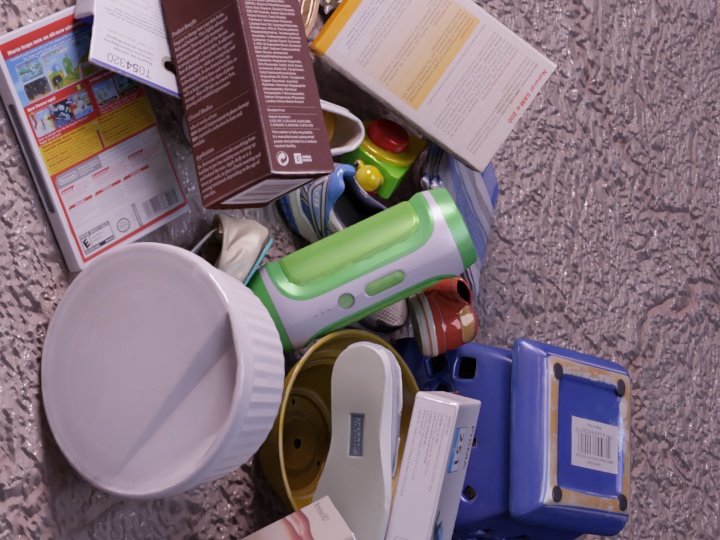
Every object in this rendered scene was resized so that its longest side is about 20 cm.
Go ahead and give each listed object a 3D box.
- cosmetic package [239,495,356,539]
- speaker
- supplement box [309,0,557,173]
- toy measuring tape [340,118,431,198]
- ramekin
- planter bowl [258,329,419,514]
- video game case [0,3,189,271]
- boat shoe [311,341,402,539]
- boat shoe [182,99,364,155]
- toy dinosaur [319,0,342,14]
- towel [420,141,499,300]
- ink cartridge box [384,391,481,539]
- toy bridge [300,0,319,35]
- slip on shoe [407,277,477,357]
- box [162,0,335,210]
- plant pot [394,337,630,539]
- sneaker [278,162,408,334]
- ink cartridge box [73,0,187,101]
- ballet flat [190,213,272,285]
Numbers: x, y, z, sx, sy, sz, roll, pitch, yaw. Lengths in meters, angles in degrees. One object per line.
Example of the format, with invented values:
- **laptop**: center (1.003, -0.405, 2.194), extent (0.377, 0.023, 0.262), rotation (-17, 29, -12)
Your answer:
- **cosmetic package**: center (-0.088, 0.277, 1.569), extent (0.199, 0.103, 0.088), rotation (-26, 106, -9)
- **speaker**: center (0.000, 0.000, 1.726), extent (0.199, 0.088, 0.089), rotation (-25, 107, -3)
- **supplement box**: center (0.067, -0.200, 1.817), extent (0.200, 0.074, 0.126), rotation (37, 90, -8)
- **toy measuring tape**: center (0.027, -0.126, 1.885), extent (0.074, 0.073, 0.200), rotation (68, 26, -16)
- **ramekin**: center (-0.151, 0.083, 1.542), extent (0.094, 0.201, 0.204), rotation (13, 74, -58)
- **planter bowl**: center (-0.032, 0.156, 1.741), extent (0.200, 0.083, 0.202), rotation (7, 81, -47)
- **video game case**: center (-0.227, -0.117, 1.615), extent (0.143, 0.017, 0.201), rotation (-33, 109, -46)
- **boat shoe**: center (0.006, 0.162, 1.667), extent (0.071, 0.070, 0.202), rotation (4, 93, -67)
- **boat shoe**: center (-0.072, -0.131, 1.746), extent (0.199, 0.070, 0.071), rotation (4, 97, -51)
- **toy dinosaur**: center (0.052, -0.298, 1.883), extent (0.077, 0.199, 0.103), rotation (51, 19, -65)
- **towel**: center (0.105, -0.081, 1.929), extent (0.200, 0.024, 0.147), rotation (-71, 145, -54)
- **ink cartridge box**: center (0.066, 0.209, 1.729), extent (0.176, 0.044, 0.201), rotation (9, 94, -75)
- **toy bridge**: center (-0.078, -0.237, 1.798), extent (0.067, 0.027, 0.200), rotation (57, 48, -28)
- **slip on shoe**: center (0.076, 0.031, 1.842), extent (0.200, 0.061, 0.075), rotation (-105, -176, -74)
- **box**: center (-0.095, -0.159, 1.590), extent (0.075, 0.100, 0.201), rotation (-4, 78, -42)
- **plant pot**: center (0.155, 0.170, 1.884), extent (0.199, 0.179, 0.201), rotation (16, 71, -46)
- **sneaker**: center (0.000, -0.019, 1.807), extent (0.200, 0.085, 0.077), rotation (58, 46, -28)
- **ink cartridge box**: center (-0.152, -0.227, 1.662), extent (0.196, 0.043, 0.201), rotation (21, 62, -34)
- **ballet flat**: center (-0.141, 0.030, 1.663), extent (0.070, 0.069, 0.201), rotation (49, 49, -32)
